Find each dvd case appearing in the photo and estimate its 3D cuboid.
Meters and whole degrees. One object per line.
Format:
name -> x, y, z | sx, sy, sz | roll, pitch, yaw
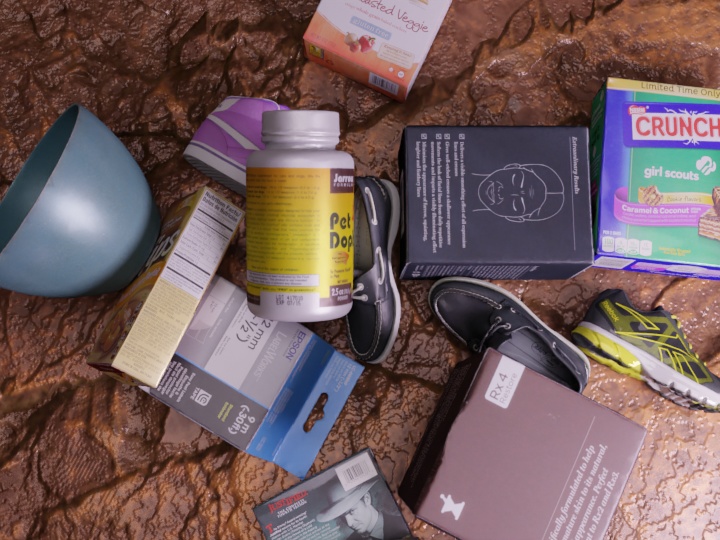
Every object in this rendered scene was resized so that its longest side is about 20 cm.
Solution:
dvd case -> -0.009, 0.311, 0.913 | 0.145, 0.022, 0.202 | -27, 84, -6

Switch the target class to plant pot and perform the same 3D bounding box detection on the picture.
plant pot -> -0.289, -0.051, 0.897 | 0.134, 0.199, 0.202 | 33, 79, -30

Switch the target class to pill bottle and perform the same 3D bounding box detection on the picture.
pill bottle -> -0.060, -0.056, 0.858 | 0.108, 0.109, 0.203 | 0, 97, -2

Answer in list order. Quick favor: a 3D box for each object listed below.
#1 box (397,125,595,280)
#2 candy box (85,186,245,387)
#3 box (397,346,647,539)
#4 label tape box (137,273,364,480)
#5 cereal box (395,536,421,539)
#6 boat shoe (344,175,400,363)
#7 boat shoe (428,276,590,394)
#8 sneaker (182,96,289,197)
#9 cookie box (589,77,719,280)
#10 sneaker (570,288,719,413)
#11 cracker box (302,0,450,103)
box -> 0.142, -0.071, 0.937 | 0.197, 0.107, 0.151 | 0, 80, -1
candy box -> -0.202, 0.018, 0.889 | 0.055, 0.115, 0.202 | 32, 70, -24
box -> 0.147, 0.191, 0.847 | 0.163, 0.200, 0.167 | 27, 81, 2
label tape box -> -0.113, 0.112, 0.921 | 0.199, 0.066, 0.144 | 30, 81, 5
cereal box -> -0.024, 0.360, 0.873 | 0.197, 0.040, 0.146 | -8, 81, -3
boat shoe -> 0.000, 0.000, 0.923 | 0.075, 0.060, 0.203 | -3, 87, 39
boat shoe -> 0.158, 0.078, 0.923 | 0.199, 0.066, 0.075 | 37, 112, -1
sneaker -> -0.087, -0.124, 0.959 | 0.199, 0.073, 0.115 | 33, 76, 2
cookie box -> 0.343, -0.101, 0.964 | 0.169, 0.075, 0.203 | 6, 80, 0
sneaker -> 0.333, 0.087, 0.933 | 0.198, 0.075, 0.085 | 28, 80, 3
cracker box -> 0.034, -0.317, 1.000 | 0.133, 0.058, 0.202 | 24, 80, 2
